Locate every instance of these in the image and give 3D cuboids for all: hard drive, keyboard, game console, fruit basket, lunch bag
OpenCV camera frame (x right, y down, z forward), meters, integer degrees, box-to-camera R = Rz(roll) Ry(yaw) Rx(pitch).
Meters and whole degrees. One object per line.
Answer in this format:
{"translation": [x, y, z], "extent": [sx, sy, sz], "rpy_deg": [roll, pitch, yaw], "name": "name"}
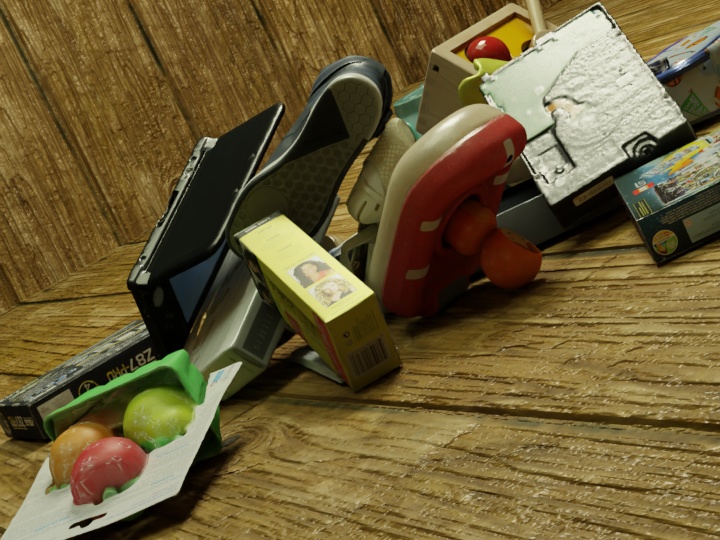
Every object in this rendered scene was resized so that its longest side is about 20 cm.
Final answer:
{"translation": [0.196, -0.140, 1.564], "extent": [0.139, 0.038, 0.201], "rpy_deg": [-32, 43, 6], "name": "hard drive"}
{"translation": [-0.016, 0.072, 1.532], "extent": [0.056, 0.011, 0.200], "rpy_deg": [-23, 8, -12], "name": "keyboard"}
{"translation": [-0.131, -0.035, 1.698], "extent": [0.115, 0.177, 0.201], "rpy_deg": [6, 49, 21], "name": "game console"}
{"translation": [0.152, -0.051, 1.617], "extent": [0.199, 0.043, 0.135], "rpy_deg": [-25, 9, 15], "name": "hard drive"}
{"translation": [-0.187, 0.155, 1.389], "extent": [0.184, 0.094, 0.201], "rpy_deg": [-24, 25, 20], "name": "fruit basket"}
{"translation": [0.331, -0.194, 1.814], "extent": [0.199, 0.076, 0.160], "rpy_deg": [-33, 9, -39], "name": "lunch bag"}

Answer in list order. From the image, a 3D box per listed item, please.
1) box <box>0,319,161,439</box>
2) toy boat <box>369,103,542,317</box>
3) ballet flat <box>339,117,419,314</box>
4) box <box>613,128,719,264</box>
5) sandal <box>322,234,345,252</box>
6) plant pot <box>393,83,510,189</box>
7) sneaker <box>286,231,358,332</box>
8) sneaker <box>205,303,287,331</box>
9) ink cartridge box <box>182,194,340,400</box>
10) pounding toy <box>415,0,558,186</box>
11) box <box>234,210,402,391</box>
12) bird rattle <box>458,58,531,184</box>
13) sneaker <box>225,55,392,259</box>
{"translation": [-0.296, 0.117, 1.956], "extent": [0.199, 0.049, 0.161], "rpy_deg": [-32, 12, -25], "name": "box"}
{"translation": [0.094, -0.034, 1.463], "extent": [0.130, 0.130, 0.201], "rpy_deg": [-34, -31, -40], "name": "toy boat"}
{"translation": [0.015, -0.038, 1.557], "extent": [0.062, 0.202, 0.068], "rpy_deg": [-15, 39, -24], "name": "ballet flat"}
{"translation": [0.274, -0.069, 1.384], "extent": [0.136, 0.038, 0.200], "rpy_deg": [-26, 9, 8], "name": "box"}
{"translation": [-0.073, 0.000, 1.984], "extent": [0.069, 0.079, 0.211], "rpy_deg": [8, -11, -44], "name": "sandal"}
{"translation": [0.118, -0.158, 2.030], "extent": [0.199, 0.135, 0.200], "rpy_deg": [-26, 9, 5], "name": "plant pot"}
{"translation": [0.000, 0.000, 1.682], "extent": [0.199, 0.074, 0.082], "rpy_deg": [-28, 1, -33], "name": "sneaker"}
{"translation": [-0.137, 0.020, 1.819], "extent": [0.075, 0.116, 0.200], "rpy_deg": [-30, 9, -18], "name": "sneaker"}
{"translation": [-0.105, 0.030, 1.648], "extent": [0.173, 0.043, 0.201], "rpy_deg": [-40, 23, 55], "name": "ink cartridge box"}
{"translation": [0.174, -0.214, 1.873], "extent": [0.200, 0.183, 0.143], "rpy_deg": [-35, -32, -43], "name": "pounding toy"}
{"translation": [-0.037, 0.022, 1.459], "extent": [0.050, 0.076, 0.200], "rpy_deg": [-30, 32, -13], "name": "box"}
{"translation": [0.175, -0.130, 1.674], "extent": [0.199, 0.113, 0.163], "rpy_deg": [11, 47, 46], "name": "bird rattle"}
{"translation": [-0.041, -0.104, 1.590], "extent": [0.203, 0.077, 0.146], "rpy_deg": [-50, 9, 19], "name": "sneaker"}
